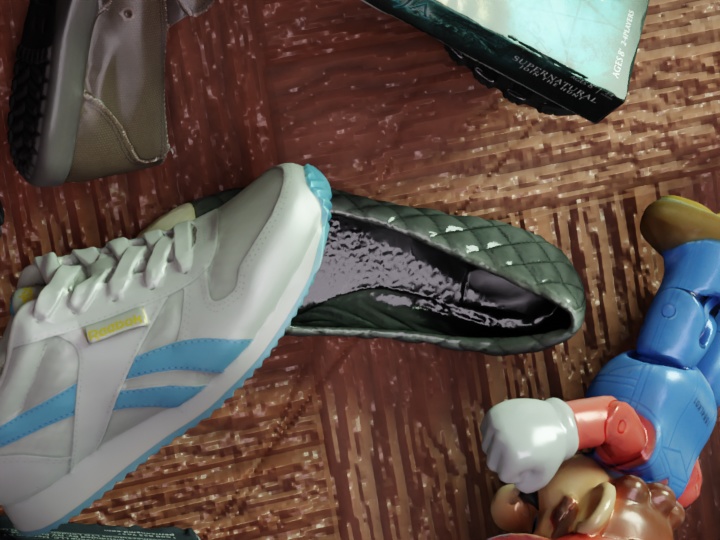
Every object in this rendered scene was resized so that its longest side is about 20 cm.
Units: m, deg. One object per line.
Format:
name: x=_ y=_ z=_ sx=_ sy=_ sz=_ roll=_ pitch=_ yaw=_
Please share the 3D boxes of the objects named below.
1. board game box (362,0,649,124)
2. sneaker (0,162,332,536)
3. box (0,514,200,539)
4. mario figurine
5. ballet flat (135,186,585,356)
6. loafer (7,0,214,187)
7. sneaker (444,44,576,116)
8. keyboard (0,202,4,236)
board game box: x=0.066 y=-0.174 z=1.089 sx=0.135 sy=0.028 sz=0.201 roll=25 pitch=60 yaw=-17
sneaker: x=-0.094 y=0.022 z=1.083 sx=0.200 sy=0.077 sz=0.081 roll=-41 pitch=111 yaw=14
box: x=-0.118 y=0.220 z=1.076 sx=0.122 sy=0.198 sz=0.202 roll=5 pitch=97 yaw=-14
mario figurine: x=0.099 y=0.068 z=1.126 sx=0.123 sy=0.106 sz=0.201 roll=34 pitch=68 yaw=-18
ballet flat: x=0.000 y=0.000 z=1.139 sx=0.198 sy=0.057 sz=0.067 roll=3 pitch=101 yaw=-10
loafer: x=-0.094 y=-0.131 z=1.098 sx=0.071 sy=0.073 sz=0.201 roll=7 pitch=102 yaw=-25
sneaker: x=0.034 y=-0.151 z=1.126 sx=0.200 sy=0.074 sz=0.080 roll=38 pitch=58 yaw=-10
keyboard: x=-0.207 y=-0.047 z=1.105 sx=0.126 sy=0.021 sz=0.201 roll=-11 pitch=102 yaw=-6
